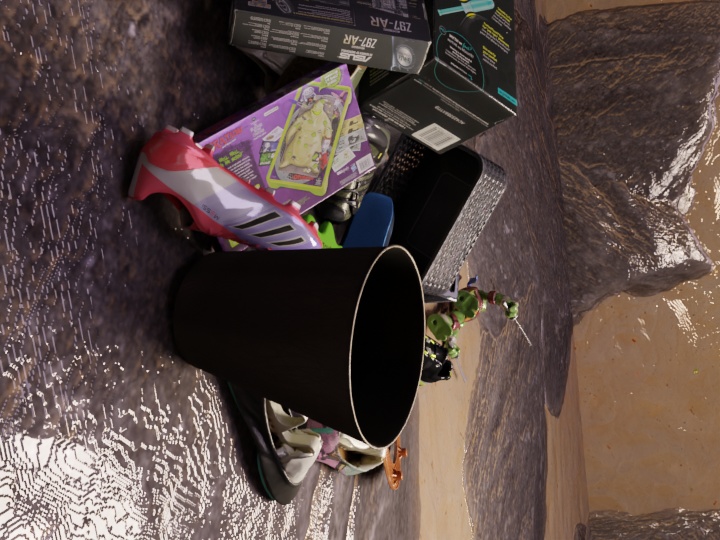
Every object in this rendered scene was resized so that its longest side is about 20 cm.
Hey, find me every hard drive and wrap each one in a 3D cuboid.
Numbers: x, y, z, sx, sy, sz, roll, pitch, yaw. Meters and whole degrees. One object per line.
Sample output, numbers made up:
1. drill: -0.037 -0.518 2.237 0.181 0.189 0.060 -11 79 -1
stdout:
1. hard drive: 0.081 -0.053 1.234 0.042 0.134 0.203 7 81 -50

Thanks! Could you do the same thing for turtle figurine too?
1. turtle figurine: 0.210 0.102 1.506 0.193 0.142 0.203 4 80 -63

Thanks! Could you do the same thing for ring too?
1. ring: 0.046 0.205 1.189 0.200 0.019 0.203 -6 90 -82

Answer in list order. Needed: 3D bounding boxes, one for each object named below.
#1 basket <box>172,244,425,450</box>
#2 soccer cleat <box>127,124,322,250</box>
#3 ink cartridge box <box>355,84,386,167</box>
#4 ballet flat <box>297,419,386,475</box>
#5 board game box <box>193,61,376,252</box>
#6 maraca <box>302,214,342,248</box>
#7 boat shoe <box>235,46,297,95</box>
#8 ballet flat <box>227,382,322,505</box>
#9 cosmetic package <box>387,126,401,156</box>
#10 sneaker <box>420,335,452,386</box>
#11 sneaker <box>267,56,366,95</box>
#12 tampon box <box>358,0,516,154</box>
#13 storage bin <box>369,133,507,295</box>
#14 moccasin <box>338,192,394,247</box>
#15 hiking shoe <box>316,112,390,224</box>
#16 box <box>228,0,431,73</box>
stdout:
1. basket: -0.059 0.054 0.761 0.136 0.198 0.183 -34 126 -52
2. soccer cleat: -0.119 -0.054 0.771 0.199 0.066 0.077 35 81 -37
3. ink cartridge box: -0.012 -0.251 1.098 0.161 0.049 0.202 82 -9 -73
4. ballet flat: -0.010 0.216 1.047 0.200 0.070 0.070 41 49 -61
5. board game box: -0.080 -0.112 0.842 0.199 0.032 0.121 -34 127 -25
6. maraca: -0.048 0.042 0.931 0.137 0.106 0.203 18 70 -65
7. boat shoe: -0.082 -0.219 0.956 0.070 0.070 0.200 -59 156 -6
8. ballet flat: -0.082 0.170 0.880 0.068 0.068 0.202 -63 144 -52
9. cosmetic package: 0.044 -0.275 1.182 0.104 0.072 0.201 -105 179 -47
10. sneaker: 0.094 0.114 1.295 0.200 0.082 0.072 55 38 -52
11. sneaker: -0.059 -0.168 0.920 0.201 0.067 0.090 -51 159 -14
12. tampon box: 0.092 -0.273 0.999 0.149 0.126 0.202 23 60 -37
13. storage bin: 0.090 -0.081 1.144 0.093 0.135 0.202 13 108 -59
14. moccasin: 0.000 0.000 1.064 0.201 0.080 0.068 -62 169 -22
15. hiking shoe: -0.013 -0.111 1.006 0.200 0.075 0.102 107 -5 -69
16. box: -0.034 -0.285 0.867 0.044 0.197 0.162 113 -23 -51
